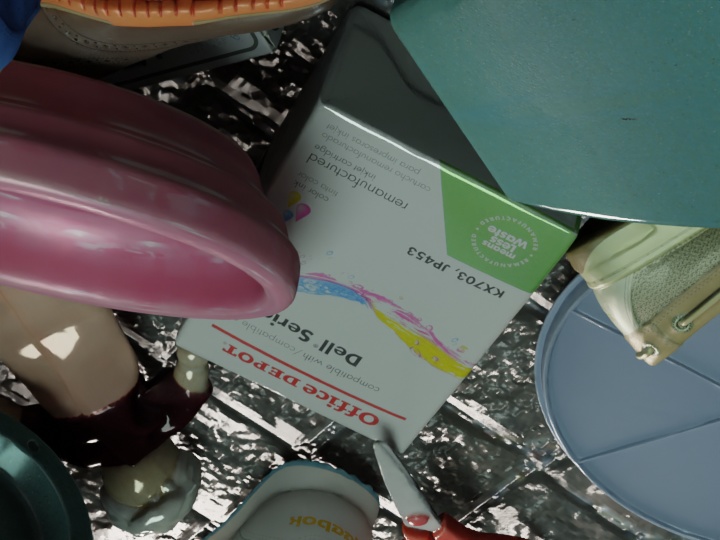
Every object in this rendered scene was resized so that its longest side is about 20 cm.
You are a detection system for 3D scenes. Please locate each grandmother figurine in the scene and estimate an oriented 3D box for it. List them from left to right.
[{"bbox_3d":[-0.124,0.053,0.927,0.120,0.061,0.201,-7,133,17],"label":"grandmother figurine"}]

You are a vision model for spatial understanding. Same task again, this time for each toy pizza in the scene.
[{"bbox_3d":[0.173,0.048,0.845,0.198,0.032,0.201,10,134,10],"label":"toy pizza"}]

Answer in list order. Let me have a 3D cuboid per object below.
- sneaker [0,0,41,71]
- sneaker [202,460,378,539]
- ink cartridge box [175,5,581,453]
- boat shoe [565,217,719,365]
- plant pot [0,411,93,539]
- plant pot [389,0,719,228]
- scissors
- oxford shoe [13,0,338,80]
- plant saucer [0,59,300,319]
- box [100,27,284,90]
[{"bbox_3d":[-0.087,-0.159,0.620,0.110,0.202,0.077,-3,160,15],"label":"sneaker"},{"bbox_3d":[-0.057,0.178,0.999,0.076,0.081,0.201,23,137,-8],"label":"sneaker"},{"bbox_3d":[0.000,0.000,0.826,0.116,0.068,0.200,26,135,-9],"label":"ink cartridge box"},{"bbox_3d":[0.170,-0.030,0.724,0.200,0.073,0.063,-30,99,29],"label":"boat shoe"},{"bbox_3d":[-0.201,0.140,0.879,0.199,0.201,0.134,34,129,-16],"label":"plant pot"},{"bbox_3d":[0.121,-0.103,0.646,0.199,0.142,0.142,-12,129,36],"label":"plant pot"},{"bbox_3d":[0.023,0.120,0.921,0.072,0.014,0.200,-13,153,24],"label":"scissors"},{"bbox_3d":[-0.089,-0.101,0.683,0.198,0.072,0.073,3,155,19],"label":"oxford shoe"},{"bbox_3d":[-0.116,-0.031,0.728,0.198,0.051,0.201,12,168,3],"label":"plant saucer"},{"bbox_3d":[-0.133,-0.122,0.755,0.198,0.060,0.117,-12,128,28],"label":"box"}]
